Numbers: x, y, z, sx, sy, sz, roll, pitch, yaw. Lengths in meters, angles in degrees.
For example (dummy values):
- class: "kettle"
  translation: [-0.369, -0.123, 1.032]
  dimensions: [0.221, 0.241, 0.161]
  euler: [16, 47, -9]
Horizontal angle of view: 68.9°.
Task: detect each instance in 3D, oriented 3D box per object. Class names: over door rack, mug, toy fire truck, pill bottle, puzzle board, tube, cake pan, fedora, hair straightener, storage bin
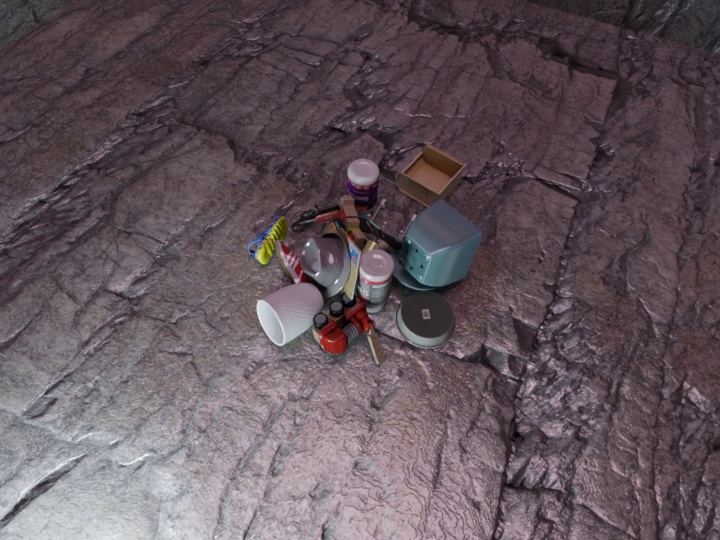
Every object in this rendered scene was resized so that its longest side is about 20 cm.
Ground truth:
- class: "over door rack"
  translation: [0.098, -0.166, 1.851]
  dimensions: [0.145, 0.067, 0.202]
  euler: [27, 57, 15]
- class: "mug"
  translation: [-0.218, 0.112, 1.601]
  dimensions: [0.173, 0.152, 0.198]
  euler: [-29, 30, -32]
- class: "toy fire truck"
  translation: [-0.024, 0.196, 1.567]
  dimensions: [0.174, 0.131, 0.199]
  euler: [-35, 53, -24]
- class: "pill bottle"
  translation: [0.043, 0.040, 1.617]
  dimensions: [0.107, 0.203, 0.113]
  euler: [1, 52, -2]
- class: "puzzle board"
  translation: [-0.042, -0.026, 1.613]
  dimensions: [0.017, 0.155, 0.200]
  euler: [3, 23, -22]
- class: "tube"
  translation: [0.000, 0.000, 1.694]
  dimensions: [0.057, 0.052, 0.204]
  euler: [26, 74, 4]
- class: "pill bottle"
  translation: [0.006, -0.283, 1.845]
  dimensions: [0.109, 0.202, 0.115]
  euler: [1, 53, -2]
- class: "cake pan"
  translation: [0.207, 0.146, 1.652]
  dimensions: [0.194, 0.037, 0.205]
  euler: [1, 55, -2]
- class: "fedora"
  translation: [-0.122, -0.028, 1.599]
  dimensions: [0.089, 0.177, 0.204]
  euler: [16, 42, -41]
- class: "hair straightener"
  translation: [-0.161, -0.193, 1.840]
  dimensions: [0.195, 0.041, 0.078]
  euler: [-18, 44, 17]
- class: "storage bin"
  translation: [0.261, -0.358, 1.980]
  dimensions: [0.196, 0.095, 0.200]
  euler: [33, 59, 19]

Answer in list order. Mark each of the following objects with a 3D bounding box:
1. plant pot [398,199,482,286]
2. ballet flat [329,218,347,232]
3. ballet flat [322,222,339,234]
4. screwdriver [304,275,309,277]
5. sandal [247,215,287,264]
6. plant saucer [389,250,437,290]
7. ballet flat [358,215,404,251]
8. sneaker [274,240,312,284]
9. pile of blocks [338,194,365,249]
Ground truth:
- class: "plant pot"
  translation: [0.231, -0.070, 1.663]
  dimensions: [0.197, 0.200, 0.196]
  euler: [-24, 54, -35]
- class: "ballet flat"
  translation: [-0.076, -0.125, 1.813]
  dimensions: [0.072, 0.075, 0.205]
  euler: [3, 56, -1]
- class: "ballet flat"
  translation: [-0.061, -0.061, 1.731]
  dimensions: [0.070, 0.070, 0.203]
  euler: [-37, 106, -27]
- class: "screwdriver"
  translation: [-0.086, 0.025, 1.704]
  dimensions: [0.194, 0.029, 0.029]
  euler: [9, 31, -13]
- class: "sandal"
  translation: [-0.318, -0.115, 1.788]
  dimensions: [0.085, 0.081, 0.202]
  euler: [12, 49, 24]
- class: "plant saucer"
  translation: [0.177, 0.006, 1.730]
  dimensions: [0.195, 0.039, 0.204]
  euler: [12, 38, -9]
- class: "ballet flat"
  translation: [0.067, -0.108, 1.763]
  dimensions: [0.198, 0.068, 0.069]
  euler: [35, 93, 26]
- class: "sneaker"
  translation: [-0.202, -0.032, 1.735]
  dimensions: [0.110, 0.072, 0.203]
  euler: [-25, 67, -16]
- class: "pile of blocks"
  translation: [-0.045, -0.162, 1.780]
  dimensions: [0.061, 0.082, 0.205]
  euler: [-4, 67, -27]
